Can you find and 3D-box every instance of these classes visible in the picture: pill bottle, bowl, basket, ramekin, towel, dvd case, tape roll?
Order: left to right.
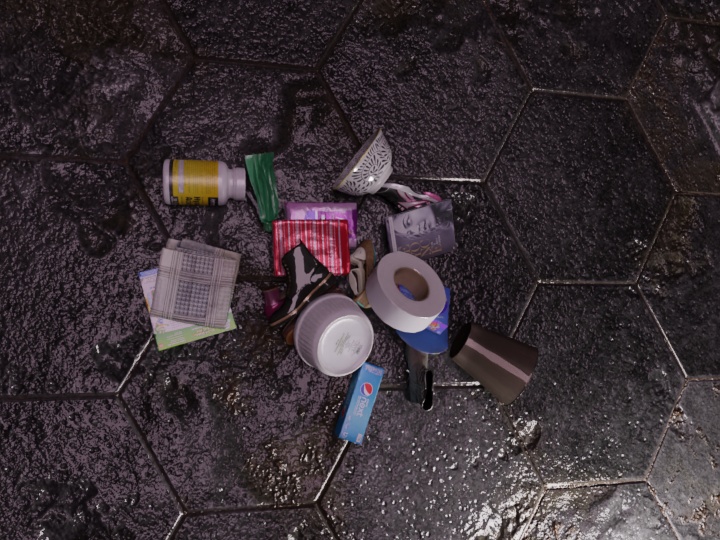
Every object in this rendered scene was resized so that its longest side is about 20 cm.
[{"bbox_3d":[-0.404,0.030,1.483,0.190,0.035,0.203,12,81,-12],"label":"towel"},{"bbox_3d":[-0.390,-0.220,1.514,0.197,0.111,0.113,-1,84,-13],"label":"pill bottle"},{"bbox_3d":[-0.124,-0.057,1.534,0.196,0.022,0.147,-1,96,-8],"label":"towel"},{"bbox_3d":[-0.060,0.168,1.518,0.197,0.105,0.204,-10,110,-28],"label":"ramekin"},{"bbox_3d":[0.023,-0.262,1.575,0.094,0.200,0.202,37,77,-11],"label":"bowl"},{"bbox_3d":[0.114,0.052,1.523,0.200,0.071,0.205,17,46,-19],"label":"tape roll"},{"bbox_3d":[0.166,-0.100,1.653,0.197,0.016,0.151,-17,114,-14],"label":"dvd case"},{"bbox_3d":[0.354,0.237,1.640,0.198,0.136,0.182,31,83,-5],"label":"basket"}]

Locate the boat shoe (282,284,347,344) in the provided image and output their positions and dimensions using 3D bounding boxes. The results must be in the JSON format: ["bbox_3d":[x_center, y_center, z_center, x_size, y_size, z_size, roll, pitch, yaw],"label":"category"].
[{"bbox_3d":[-0.126,0.111,1.573,0.199,0.071,0.070,-37,56,-17],"label":"boat shoe"}]

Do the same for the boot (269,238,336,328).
[{"bbox_3d":[-0.178,0.033,1.498,0.200,0.077,0.139,-41,102,-10],"label":"boot"}]

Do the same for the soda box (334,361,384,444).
[{"bbox_3d":[-0.003,0.341,1.573,0.063,0.068,0.203,21,80,-11],"label":"soda box"}]

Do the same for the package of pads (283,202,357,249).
[{"bbox_3d":[-0.106,-0.117,1.590,0.197,0.076,0.123,-1,89,-13],"label":"package of pads"}]

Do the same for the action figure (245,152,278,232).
[{"bbox_3d":[-0.252,-0.199,1.563,0.118,0.054,0.203,-22,107,-54],"label":"action figure"}]

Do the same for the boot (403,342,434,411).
[{"bbox_3d":[0.165,0.261,1.589,0.067,0.131,0.204,1,84,-13],"label":"boot"}]

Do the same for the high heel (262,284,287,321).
[{"bbox_3d":[-0.159,0.069,1.579,0.197,0.067,0.098,-14,111,-16],"label":"high heel"}]

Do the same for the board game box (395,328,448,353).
[{"bbox_3d":[0.158,0.145,1.620,0.156,0.039,0.202,20,46,-16],"label":"board game box"}]

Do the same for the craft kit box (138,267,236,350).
[{"bbox_3d":[-0.431,0.077,1.510,0.197,0.048,0.201,-15,86,-14],"label":"craft kit box"}]

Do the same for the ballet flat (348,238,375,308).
[{"bbox_3d":[0.000,0.000,1.581,0.072,0.067,0.203,17,61,-35],"label":"ballet flat"}]

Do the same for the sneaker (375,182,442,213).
[{"bbox_3d":[0.124,-0.184,1.655,0.197,0.080,0.088,13,92,-6],"label":"sneaker"}]

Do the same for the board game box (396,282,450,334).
[{"bbox_3d":[0.142,0.071,1.611,0.198,0.045,0.136,25,44,-10],"label":"board game box"}]
